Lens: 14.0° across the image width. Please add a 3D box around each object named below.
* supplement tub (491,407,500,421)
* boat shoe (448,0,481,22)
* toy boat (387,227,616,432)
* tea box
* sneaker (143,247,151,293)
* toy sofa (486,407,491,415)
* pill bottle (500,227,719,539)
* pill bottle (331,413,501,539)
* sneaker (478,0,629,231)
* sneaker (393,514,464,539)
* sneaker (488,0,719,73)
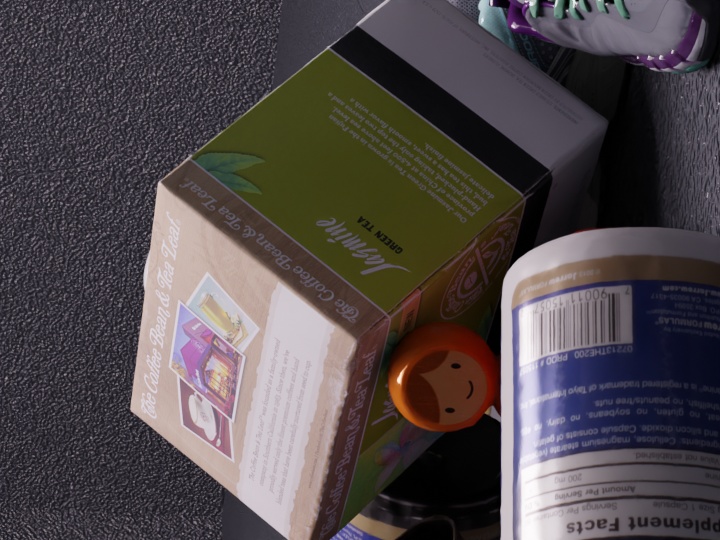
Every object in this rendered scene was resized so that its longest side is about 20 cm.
[{"bbox_3d":[0.022,0.044,1.814,0.200,0.144,0.145,-97,12,-59],"label":"supplement tub"},{"bbox_3d":[0.059,-0.112,1.584,0.093,0.075,0.200,-60,-32,-21],"label":"boat shoe"},{"bbox_3d":[0.078,0.052,1.366,0.200,0.131,0.131,118,154,-75],"label":"toy boat"},{"bbox_3d":[0.000,0.000,1.477,0.197,0.134,0.200,-40,-21,-30],"label":"tea box"},{"bbox_3d":[-0.061,-0.020,1.771,0.200,0.074,0.118,-38,19,21],"label":"sneaker"},{"bbox_3d":[0.053,-0.020,1.692,0.098,0.083,0.200,97,-176,-47],"label":"toy sofa"},{"bbox_3d":[0.110,0.093,1.143,0.111,0.111,0.200,109,163,-68],"label":"pill bottle"},{"bbox_3d":[0.029,0.180,1.607,0.112,0.112,0.200,-97,11,-59],"label":"pill bottle"},{"bbox_3d":[0.086,-0.067,1.559,0.078,0.086,0.200,-99,13,-61],"label":"sneaker"},{"bbox_3d":[0.016,0.225,1.464,0.106,0.075,0.200,55,-133,-41],"label":"sneaker"},{"bbox_3d":[0.111,-0.126,1.350,0.200,0.087,0.075,147,126,-83],"label":"sneaker"}]
